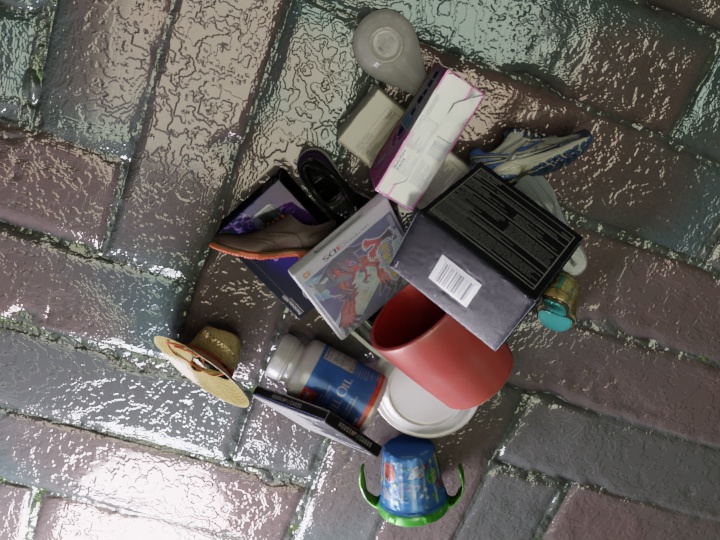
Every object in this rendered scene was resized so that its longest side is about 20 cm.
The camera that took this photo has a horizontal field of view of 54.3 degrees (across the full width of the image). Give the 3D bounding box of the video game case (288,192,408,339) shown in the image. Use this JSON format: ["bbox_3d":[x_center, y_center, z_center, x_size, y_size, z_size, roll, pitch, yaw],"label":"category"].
[{"bbox_3d":[0.000,0.000,1.098,0.182,0.023,0.200,-40,141,-6],"label":"video game case"}]

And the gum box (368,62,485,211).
[{"bbox_3d":[0.087,-0.189,1.006,0.066,0.114,0.201,28,106,-14],"label":"gum box"}]

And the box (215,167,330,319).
[{"bbox_3d":[-0.115,-0.042,1.153,0.141,0.079,0.200,-38,109,15],"label":"box"}]

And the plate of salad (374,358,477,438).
[{"bbox_3d":[0.120,0.210,1.278,0.198,0.048,0.202,2,107,7],"label":"plate of salad"}]

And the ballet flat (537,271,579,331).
[{"bbox_3d":[0.337,0.051,1.179,0.070,0.200,0.071,-4,71,13],"label":"ballet flat"}]

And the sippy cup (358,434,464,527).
[{"bbox_3d":[0.095,0.385,1.315,0.177,0.139,0.132,-11,104,-23],"label":"sippy cup"}]

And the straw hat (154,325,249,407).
[{"bbox_3d":[-0.251,0.143,1.212,0.201,0.201,0.085,42,62,-17],"label":"straw hat"}]

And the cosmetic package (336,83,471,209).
[{"bbox_3d":[0.068,-0.187,1.105,0.200,0.071,0.105,39,105,-17],"label":"cosmetic package"}]

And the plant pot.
[{"bbox_3d":[0.145,0.115,1.143,0.200,0.201,0.178,-37,109,11],"label":"plant pot"}]

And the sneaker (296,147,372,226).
[{"bbox_3d":[-0.030,-0.103,1.125,0.076,0.088,0.200,-43,108,13],"label":"sneaker"}]

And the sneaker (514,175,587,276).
[{"bbox_3d":[0.306,-0.079,1.166,0.073,0.071,0.201,-28,90,10],"label":"sneaker"}]

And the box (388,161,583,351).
[{"bbox_3d":[0.185,-0.026,1.022,0.200,0.198,0.124,39,135,12],"label":"box"}]

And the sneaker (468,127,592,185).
[{"bbox_3d":[0.262,-0.192,1.105,0.199,0.077,0.086,-19,78,8],"label":"sneaker"}]

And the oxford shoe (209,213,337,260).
[{"bbox_3d":[-0.131,-0.052,1.080,0.198,0.071,0.073,2,94,-10],"label":"oxford shoe"}]

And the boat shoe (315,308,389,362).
[{"bbox_3d":[0.018,0.095,1.208,0.199,0.076,0.061,33,101,-8],"label":"boat shoe"}]

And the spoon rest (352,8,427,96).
[{"bbox_3d":[0.069,-0.306,1.074,0.099,0.061,0.200,-39,96,11],"label":"spoon rest"}]

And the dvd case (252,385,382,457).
[{"bbox_3d":[-0.076,0.257,1.206,0.150,0.199,0.025,42,67,-38],"label":"dvd case"}]

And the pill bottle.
[{"bbox_3d":[-0.061,0.191,1.224,0.199,0.112,0.113,27,109,-1],"label":"pill bottle"}]
